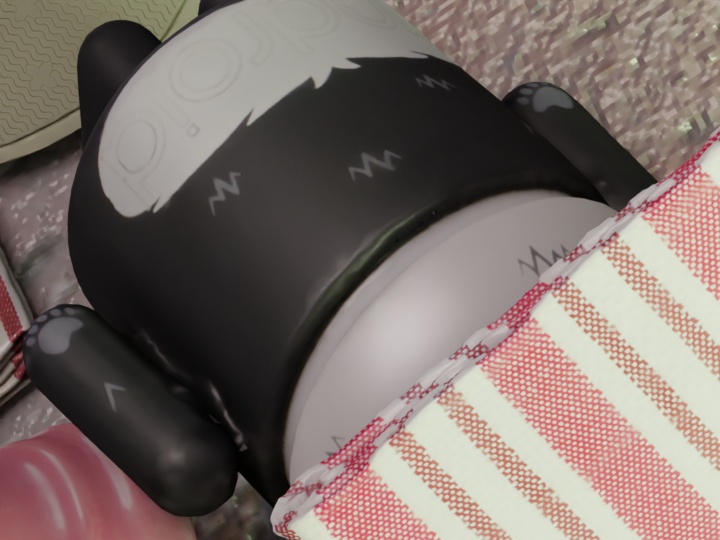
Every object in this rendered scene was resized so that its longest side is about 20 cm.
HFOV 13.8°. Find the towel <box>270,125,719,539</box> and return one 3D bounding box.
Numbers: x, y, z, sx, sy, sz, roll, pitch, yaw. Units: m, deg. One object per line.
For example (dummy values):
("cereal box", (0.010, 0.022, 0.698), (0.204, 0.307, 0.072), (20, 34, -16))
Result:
("towel", (0.097, 0.043, 0.730), (0.200, 0.146, 0.030), (-41, 19, 9))

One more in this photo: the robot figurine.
("robot figurine", (-0.001, 0.002, 0.817), (0.150, 0.125, 0.200), (-50, 54, 6))

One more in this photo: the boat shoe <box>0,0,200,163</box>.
("boat shoe", (-0.075, -0.112, 0.973), (0.200, 0.072, 0.068), (-46, 11, 12))

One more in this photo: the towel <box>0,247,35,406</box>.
("towel", (-0.201, 0.039, 0.998), (0.200, 0.023, 0.144), (-38, 50, 10))

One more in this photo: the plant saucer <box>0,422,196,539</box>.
("plant saucer", (-0.109, 0.136, 0.812), (0.201, 0.051, 0.201), (-40, 42, 47))
